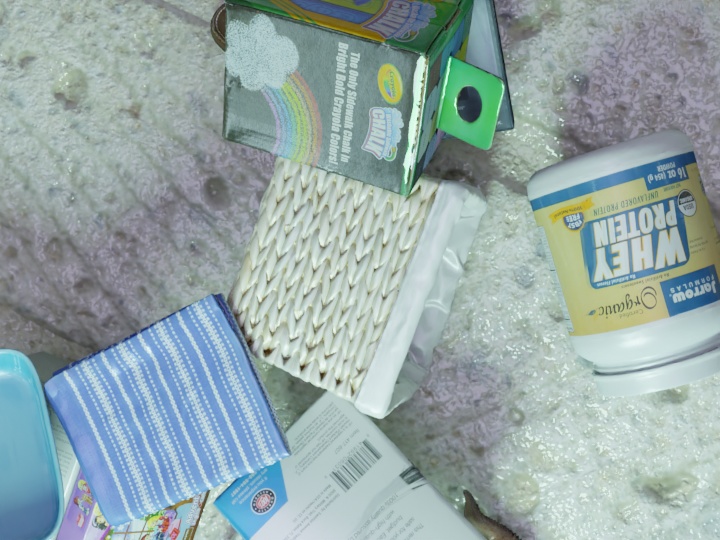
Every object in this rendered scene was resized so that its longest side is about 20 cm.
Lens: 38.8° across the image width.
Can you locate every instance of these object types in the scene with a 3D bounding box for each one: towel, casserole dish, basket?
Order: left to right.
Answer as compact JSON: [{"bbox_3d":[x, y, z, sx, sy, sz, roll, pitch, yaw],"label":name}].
[{"bbox_3d":[-0.315,0.160,0.863,0.121,0.039,0.201,-17,67,-7],"label":"casserole dish"},{"bbox_3d":[-0.164,0.119,0.838,0.199,0.024,0.145,-26,87,25],"label":"towel"},{"bbox_3d":[0.000,0.000,0.886,0.160,0.198,0.201,20,95,11],"label":"basket"}]

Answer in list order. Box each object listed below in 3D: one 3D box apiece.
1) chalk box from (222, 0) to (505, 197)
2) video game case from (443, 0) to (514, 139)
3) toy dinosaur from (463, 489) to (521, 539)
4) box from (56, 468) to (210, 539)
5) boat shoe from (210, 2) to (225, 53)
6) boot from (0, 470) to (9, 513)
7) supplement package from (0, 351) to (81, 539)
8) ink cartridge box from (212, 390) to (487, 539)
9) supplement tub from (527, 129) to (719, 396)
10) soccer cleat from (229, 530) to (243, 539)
[{"bbox_3d":[0.012,-0.149,0.766,0.199,0.124,0.125,18,133,11],"label":"chalk box"},{"bbox_3d":[0.044,-0.192,0.850,0.142,0.019,0.201,-7,133,13],"label":"video game case"},{"bbox_3d":[0.135,0.300,0.936,0.135,0.086,0.201,-5,79,1],"label":"toy dinosaur"},{"bbox_3d":[-0.219,0.256,0.956,0.039,0.137,0.201,23,96,39],"label":"box"},{"bbox_3d":[-0.052,-0.199,0.945,0.202,0.075,0.075,26,95,7],"label":"boat shoe"},{"bbox_3d":[-0.355,0.268,0.886,0.145,0.070,0.201,-19,78,6],"label":"boot"},{"bbox_3d":[-0.311,0.196,0.974,0.121,0.120,0.201,22,95,8],"label":"supplement package"},{"bbox_3d":[-0.003,0.222,0.873,0.146,0.084,0.200,-42,77,-10],"label":"ink cartridge box"},{"bbox_3d":[0.235,-0.006,0.874,0.144,0.145,0.201,-17,89,9],"label":"supplement tub"},{"bbox_3d":[-0.106,0.280,0.969,0.069,0.078,0.201,27,96,7],"label":"soccer cleat"}]
